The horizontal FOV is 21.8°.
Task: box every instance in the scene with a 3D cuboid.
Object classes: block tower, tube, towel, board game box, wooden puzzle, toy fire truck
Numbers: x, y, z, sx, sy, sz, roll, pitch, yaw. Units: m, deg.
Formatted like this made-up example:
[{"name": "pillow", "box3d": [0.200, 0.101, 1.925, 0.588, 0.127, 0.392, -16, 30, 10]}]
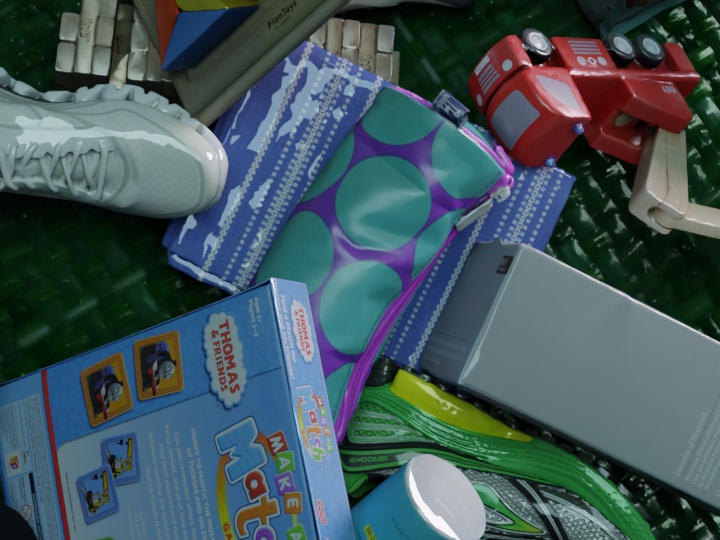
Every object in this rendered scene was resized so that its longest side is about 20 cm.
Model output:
[{"name": "block tower", "box3d": [-0.073, -0.118, 1.074, 0.197, 0.058, 0.055, 6, 74, -8]}, {"name": "tube", "box3d": [-0.016, 0.170, 0.952, 0.078, 0.200, 0.050, 50, 33, 11]}, {"name": "towel", "box3d": [0.004, -0.031, 1.048, 0.198, 0.024, 0.146, 25, 91, -8]}, {"name": "board game box", "box3d": [-0.100, 0.107, 0.953, 0.199, 0.036, 0.153, -21, 73, 32]}, {"name": "wooden puzzle", "box3d": [-0.081, -0.200, 0.979, 0.046, 0.185, 0.202, -9, 70, -46]}, {"name": "toy fire truck", "box3d": [0.167, -0.067, 1.065, 0.198, 0.049, 0.142, -3, 56, -37]}]

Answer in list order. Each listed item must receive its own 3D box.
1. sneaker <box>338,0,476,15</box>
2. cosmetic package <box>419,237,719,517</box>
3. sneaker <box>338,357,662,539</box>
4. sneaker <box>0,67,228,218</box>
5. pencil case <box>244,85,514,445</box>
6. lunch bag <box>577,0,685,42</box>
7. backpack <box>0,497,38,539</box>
[{"name": "sneaker", "box3d": [-0.024, -0.179, 1.101, 0.198, 0.074, 0.081, 11, 111, -14]}, {"name": "cosmetic package", "box3d": [0.141, 0.061, 1.007, 0.198, 0.107, 0.091, 23, 87, -8]}, {"name": "sneaker", "box3d": [0.076, 0.128, 1.024, 0.198, 0.078, 0.086, 25, 79, 9]}, {"name": "sneaker", "box3d": [-0.170, -0.064, 0.994, 0.198, 0.076, 0.081, 15, 28, 3]}, {"name": "pencil case", "box3d": [0.000, 0.000, 0.994, 0.092, 0.085, 0.201, 33, 90, 21]}, {"name": "lunch bag", "box3d": [0.196, -0.260, 1.120, 0.199, 0.122, 0.171, -28, 79, -9]}, {"name": "backpack", "box3d": [-0.243, 0.176, 0.902, 0.188, 0.200, 0.156, 17, 105, -2]}]
